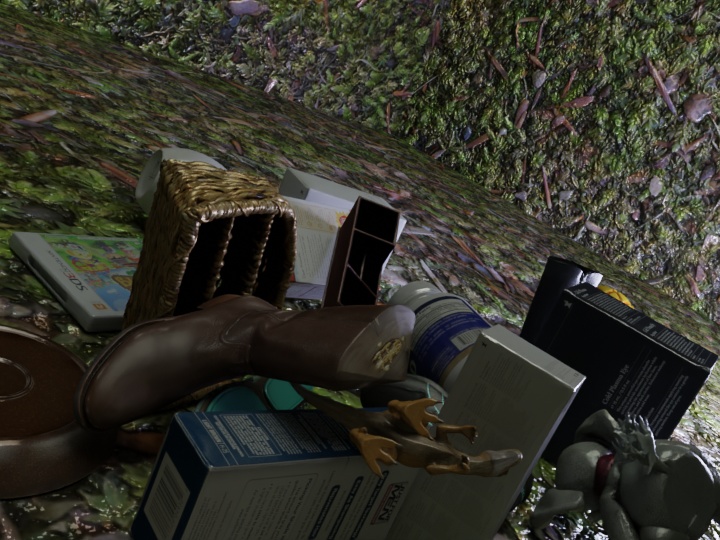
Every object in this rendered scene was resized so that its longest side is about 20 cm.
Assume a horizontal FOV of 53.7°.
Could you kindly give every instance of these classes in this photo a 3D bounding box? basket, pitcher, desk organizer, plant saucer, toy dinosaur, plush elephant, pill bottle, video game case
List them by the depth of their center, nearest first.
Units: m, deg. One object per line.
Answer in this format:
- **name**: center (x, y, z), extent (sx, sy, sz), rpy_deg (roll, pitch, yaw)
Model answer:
- **toy dinosaur**: center (0.015, 0.115, 0.506), extent (0.199, 0.061, 0.106), rpy_deg (23, -16, 7)
- **plant saucer**: center (-0.279, 0.091, 0.533), extent (0.200, 0.032, 0.200), rpy_deg (22, 18, -8)
- **basket**: center (-0.128, 0.018, 0.661), extent (0.142, 0.201, 0.149), rpy_deg (10, 20, -28)
- **plush elephant**: center (0.262, 0.226, 0.709), extent (0.200, 0.165, 0.155), rpy_deg (54, -27, -8)
- **video game case**: center (-0.264, 0.009, 0.814), extent (0.182, 0.022, 0.200), rpy_deg (36, 20, 32)
- **pill bottle**: center (0.110, 0.098, 0.898), extent (0.119, 0.120, 0.200), rpy_deg (14, 19, -31)
- **desk organizer**: center (0.000, 0.000, 0.959), extent (0.072, 0.077, 0.200), rpy_deg (21, 48, -12)
- **pitcher**: center (-0.232, -0.102, 1.062), extent (0.200, 0.122, 0.171), rpy_deg (26, -2, -34)

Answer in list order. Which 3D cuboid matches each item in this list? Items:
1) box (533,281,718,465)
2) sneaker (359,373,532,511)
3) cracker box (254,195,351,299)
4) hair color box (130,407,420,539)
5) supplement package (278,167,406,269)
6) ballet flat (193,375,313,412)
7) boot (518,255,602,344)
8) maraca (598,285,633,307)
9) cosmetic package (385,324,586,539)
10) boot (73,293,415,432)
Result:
- **box**: center (0.295, 0.146, 0.869), extent (0.182, 0.201, 0.104), rpy_deg (33, 20, 25)
- **sneaker**: center (0.079, 0.170, 0.713), extent (0.200, 0.076, 0.079), rpy_deg (30, 20, 20)
- **cracker box**: center (-0.070, -0.029, 1.028), extent (0.200, 0.058, 0.134), rpy_deg (8, 61, -46)
- **hair color box**: center (-0.052, 0.158, 0.520), extent (0.200, 0.100, 0.061), rpy_deg (10, 21, -42)
- **supplement package**: center (-0.045, -0.084, 1.241), extent (0.199, 0.117, 0.117), rpy_deg (15, 19, -31)
- **ballet flat**: center (-0.100, 0.129, 0.608), extent (0.074, 0.074, 0.200), rpy_deg (29, 13, 14)
- **boot**: center (0.245, 0.075, 1.013), extent (0.164, 0.201, 0.066), rpy_deg (8, 23, -43)
- **maraca**: center (0.494, 0.079, 1.511), extent (0.200, 0.107, 0.137), rpy_deg (27, 17, 8)
- **cosmetic package**: center (0.094, 0.151, 0.572), extent (0.082, 0.201, 0.051), rpy_deg (31, 19, 21)
- **boot**: center (-0.076, 0.068, 0.506), extent (0.199, 0.064, 0.186), rpy_deg (5, 30, 36)
